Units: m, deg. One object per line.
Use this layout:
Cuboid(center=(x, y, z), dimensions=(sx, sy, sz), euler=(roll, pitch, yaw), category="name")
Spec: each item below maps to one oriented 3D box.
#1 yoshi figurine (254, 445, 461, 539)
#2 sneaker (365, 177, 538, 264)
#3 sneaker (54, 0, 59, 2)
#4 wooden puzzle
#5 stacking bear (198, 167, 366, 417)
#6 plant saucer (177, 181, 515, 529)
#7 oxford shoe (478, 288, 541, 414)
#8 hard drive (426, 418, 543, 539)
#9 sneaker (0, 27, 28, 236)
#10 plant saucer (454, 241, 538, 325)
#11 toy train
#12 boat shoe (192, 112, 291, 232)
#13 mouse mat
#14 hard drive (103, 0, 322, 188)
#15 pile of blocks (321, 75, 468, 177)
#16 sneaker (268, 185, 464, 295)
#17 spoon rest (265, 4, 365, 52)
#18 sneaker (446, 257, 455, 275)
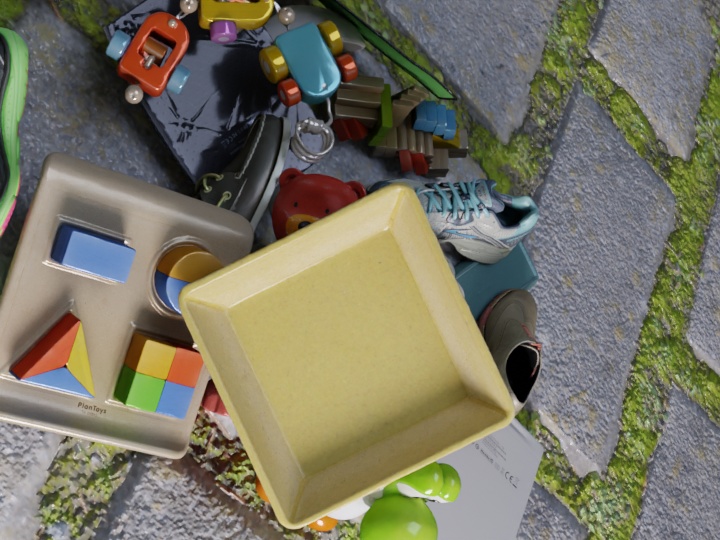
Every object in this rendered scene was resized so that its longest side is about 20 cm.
Cuboid(center=(-0.002, 0.192, 1.084), dimensions=(0.112, 0.199, 0.113), euler=(-24, 99, -37), category="yoshi figurine")
Cuboid(center=(0.094, -0.067, 1.347), dimensions=(0.198, 0.086, 0.079), euler=(7, 60, -37), category="sneaker")
Cuboid(center=(-0.304, -0.286, 1.060), dimensions=(0.199, 0.077, 0.142), euler=(27, 56, -34), category="sneaker")
Cuboid(center=(-0.180, 0.032, 1.024), dimensions=(0.184, 0.046, 0.203), euler=(18, 86, -32), category="wooden puzzle")
Cuboid(center=(-0.049, 0.020, 1.106), dimensions=(0.114, 0.120, 0.203), euler=(-33, 136, -73), category="stacking bear")
Cuboid(center=(-0.010, 0.064, 1.028), dimensions=(0.048, 0.198, 0.202), euler=(-24, 89, -89), category="plant saucer")
Cuboid(center=(0.157, 0.083, 1.336), dimensions=(0.070, 0.074, 0.201), euler=(46, 39, -21), category="oxford shoe")
Cuboid(center=(0.106, 0.216, 1.302), dimensions=(0.132, 0.027, 0.201), euler=(45, 48, -23), category="hard drive")
Cuboid(center=(-0.298, -0.091, 1.007), dimensions=(0.083, 0.077, 0.203), euler=(8, 65, -23), category="sneaker")
Cuboid(center=(0.123, 0.020, 1.400), dimensions=(0.199, 0.019, 0.071), euler=(-33, 98, -45), category="plant saucer")
Cuboid(center=(-0.105, -0.170, 1.121), dimensions=(0.198, 0.056, 0.152), euler=(25, 73, -10), category="toy train")
Cuboid(center=(-0.116, -0.045, 1.122), dimensions=(0.060, 0.072, 0.204), euler=(24, 80, -13), category="boat shoe")
Cuboid(center=(0.009, -0.226, 1.282), dimensions=(0.199, 0.161, 0.008), euler=(37, 95, -7), category="mouse mat")
Cuboid(center=(-0.127, -0.154, 1.174), dimensions=(0.135, 0.042, 0.201), euler=(-39, 108, -21), category="hard drive")
Cuboid(center=(0.047, -0.135, 1.339), dimensions=(0.198, 0.082, 0.063), euler=(15, 64, -40), category="pile of blocks")
Cuboid(center=(0.000, 0.000, 1.166), dimensions=(0.199, 0.073, 0.085), euler=(33, 48, -8), category="sneaker")
Cuboid(center=(-0.089, -0.221, 1.248), dimensions=(0.198, 0.099, 0.062), euler=(8, 90, -27), category="spoon rest")
Cuboid(center=(0.014, 0.005, 1.260), dimensions=(0.199, 0.075, 0.088), euler=(-28, 90, -48), category="sneaker")
